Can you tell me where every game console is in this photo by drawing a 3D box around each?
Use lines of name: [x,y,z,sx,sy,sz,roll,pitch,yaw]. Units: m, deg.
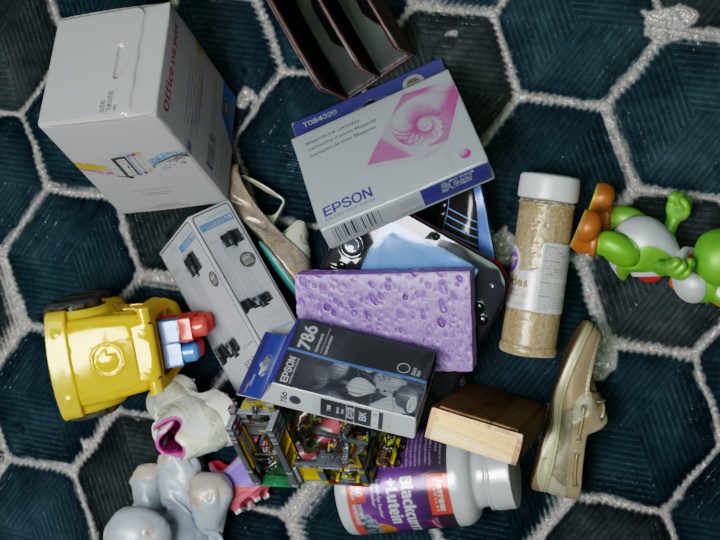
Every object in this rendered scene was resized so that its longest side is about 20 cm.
game console: [0.049,0.031,1.385,0.198,0.031,0.178,29,102,6]

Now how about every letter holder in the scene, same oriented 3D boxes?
letter holder: [-0.042,-0.309,1.402,0.100,0.142,0.202,-31,84,15]

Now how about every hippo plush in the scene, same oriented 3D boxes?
hippo plush: [-0.247,0.322,1.459,0.158,0.160,0.203,11,111,33]

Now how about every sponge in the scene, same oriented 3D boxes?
sponge: [0.027,0.054,1.369,0.197,0.030,0.113,-1,104,14]

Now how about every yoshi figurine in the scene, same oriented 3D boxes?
yoshi figurine: [0.333,-0.030,1.330,0.198,0.112,0.113,26,92,10]

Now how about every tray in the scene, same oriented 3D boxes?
tray: [0.140,0.160,1.341,0.097,0.200,0.038,16,96,14]

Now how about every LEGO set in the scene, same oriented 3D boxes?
LEGO set: [-0.055,0.156,1.373,0.198,0.154,0.117,5,136,28]

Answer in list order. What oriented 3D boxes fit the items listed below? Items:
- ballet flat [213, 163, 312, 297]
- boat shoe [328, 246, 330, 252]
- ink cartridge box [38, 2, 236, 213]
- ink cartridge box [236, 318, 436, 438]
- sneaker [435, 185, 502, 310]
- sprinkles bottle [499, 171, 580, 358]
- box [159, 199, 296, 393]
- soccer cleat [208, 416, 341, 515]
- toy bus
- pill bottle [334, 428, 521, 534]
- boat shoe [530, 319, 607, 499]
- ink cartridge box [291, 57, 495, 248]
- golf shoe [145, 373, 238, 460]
ballet flat: [-0.104,-0.050,1.473,0.067,0.068,0.200,-41,82,-8]
boat shoe: [0.000,0.000,1.441,0.073,0.069,0.203,12,100,8]
ink cartridge box: [-0.246,-0.180,1.412,0.143,0.200,0.149,-5,63,16]
ink cartridge box: [-0.025,0.109,1.326,0.197,0.100,0.040,11,136,10]
sneaker: [0.109,-0.046,1.408,0.077,0.070,0.203,-10,91,9]
sprinkles bottle: [0.199,-0.006,1.386,0.067,0.068,0.203,8,95,15]
box: [-0.148,0.034,1.459,0.201,0.060,0.117,60,146,5]
soccer cleat: [-0.095,0.212,1.482,0.199,0.067,0.077,-38,78,16]
toy bus: [-0.261,0.084,1.465,0.189,0.200,0.138,-11,96,2]
pill bottle: [0.078,0.235,1.407,0.197,0.111,0.113,-8,90,16]
boat shoe: [0.242,0.155,1.385,0.064,0.071,0.203,15,104,8]
ink cartridge box: [0.026,-0.143,1.374,0.194,0.043,0.201,-24,53,5]
golf shoe: [-0.216,0.173,1.457,0.199,0.091,0.076,4,116,56]
